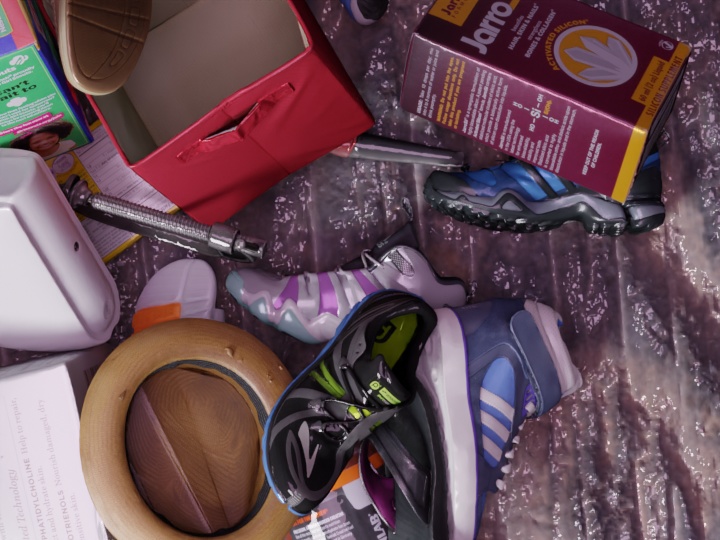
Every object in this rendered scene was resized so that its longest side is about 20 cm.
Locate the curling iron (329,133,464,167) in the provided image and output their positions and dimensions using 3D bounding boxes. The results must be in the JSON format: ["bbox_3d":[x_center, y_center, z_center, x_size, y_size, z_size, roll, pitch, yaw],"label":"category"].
[{"bbox_3d":[-0.010,-0.115,1.607,0.199,0.026,0.050,16,95,4],"label":"curling iron"}]

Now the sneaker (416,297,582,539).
[{"bbox_3d":[0.122,0.122,1.558,0.146,0.080,0.202,-3,89,-25],"label":"sneaker"}]

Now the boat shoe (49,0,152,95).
[{"bbox_3d":[-0.199,-0.219,1.431,0.071,0.064,0.201,14,69,-35],"label":"boat shoe"}]

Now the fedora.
[{"bbox_3d":[-0.133,0.140,1.527,0.199,0.082,0.202,2,82,-15],"label":"fedora"}]

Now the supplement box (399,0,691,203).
[{"bbox_3d":[0.145,-0.152,1.526,0.199,0.086,0.111,24,52,11],"label":"supplement box"}]

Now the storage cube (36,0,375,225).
[{"bbox_3d":[-0.117,-0.167,1.518,0.170,0.180,0.201,-33,68,6],"label":"storage cube"}]

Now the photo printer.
[{"bbox_3d":[-0.290,-0.010,1.537,0.165,0.201,0.070,4,52,24],"label":"photo printer"}]

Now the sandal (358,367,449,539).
[{"bbox_3d":[0.032,0.171,1.514,0.048,0.075,0.202,4,70,-34],"label":"sandal"}]

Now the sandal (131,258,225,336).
[{"bbox_3d":[-0.150,0.095,1.614,0.079,0.059,0.208,4,85,33],"label":"sandal"}]

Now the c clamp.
[{"bbox_3d":[-0.159,-0.041,1.529,0.199,0.171,0.027,16,85,13],"label":"c clamp"}]

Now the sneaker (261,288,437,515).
[{"bbox_3d":[-0.007,0.096,1.491,0.071,0.083,0.200,42,69,-22],"label":"sneaker"}]

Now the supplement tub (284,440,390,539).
[{"bbox_3d":[-0.014,0.207,1.583,0.106,0.107,0.201,-23,91,6],"label":"supplement tub"}]

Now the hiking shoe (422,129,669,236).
[{"bbox_3d":[0.150,-0.076,1.579,0.198,0.074,0.087,3,82,-3],"label":"hiking shoe"}]

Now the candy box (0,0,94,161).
[{"bbox_3d":[-0.282,-0.190,1.463,0.077,0.200,0.170,-24,73,-1],"label":"candy box"}]

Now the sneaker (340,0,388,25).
[{"bbox_3d":[-0.042,-0.287,1.588,0.077,0.076,0.201,-31,86,23],"label":"sneaker"}]

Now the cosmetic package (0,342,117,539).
[{"bbox_3d":[-0.295,0.166,1.578,0.199,0.167,0.168,-13,93,7],"label":"cosmetic package"}]

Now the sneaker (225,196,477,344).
[{"bbox_3d":[0.000,0.000,1.592,0.199,0.078,0.141,22,93,-5],"label":"sneaker"}]

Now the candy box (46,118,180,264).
[{"bbox_3d":[-0.246,-0.045,1.634,0.199,0.026,0.103,-35,92,6],"label":"candy box"}]
